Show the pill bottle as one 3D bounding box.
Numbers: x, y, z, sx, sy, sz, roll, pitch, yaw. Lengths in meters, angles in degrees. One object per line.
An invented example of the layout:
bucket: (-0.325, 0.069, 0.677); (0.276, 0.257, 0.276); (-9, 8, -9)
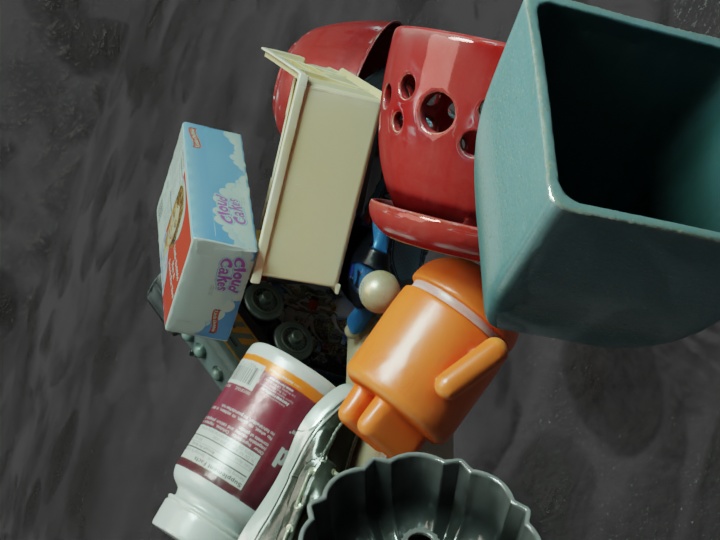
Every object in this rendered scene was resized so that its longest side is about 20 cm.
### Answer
pill bottle: (-0.109, 0.183, 1.343); (0.201, 0.114, 0.114); (-58, 20, -13)

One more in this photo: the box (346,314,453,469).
box: (0.037, 0.135, 1.351); (0.095, 0.077, 0.202); (-44, 36, 48)

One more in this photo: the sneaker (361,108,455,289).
sneaker: (0.058, -0.079, 1.447); (0.095, 0.078, 0.203); (-9, 67, 63)

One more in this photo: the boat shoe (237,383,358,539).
boat shoe: (-0.040, 0.204, 1.289); (0.063, 0.071, 0.202); (23, 79, 37)

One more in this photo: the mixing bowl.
mixing bowl: (-0.032, -0.198, 1.570); (0.200, 0.107, 0.203); (18, -90, -76)

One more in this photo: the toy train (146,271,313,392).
toy train: (-0.136, 0.060, 1.463); (0.201, 0.113, 0.085); (53, 141, 10)

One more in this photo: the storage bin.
storage bin: (-0.063, -0.105, 1.388); (0.199, 0.092, 0.203); (-134, 56, -67)

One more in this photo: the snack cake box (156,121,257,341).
snack cake box: (-0.155, -0.042, 1.382); (0.201, 0.066, 0.116); (-103, 30, -50)

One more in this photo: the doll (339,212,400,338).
doll: (0.000, 0.000, 1.367); (0.200, 0.048, 0.138); (-135, 56, -68)

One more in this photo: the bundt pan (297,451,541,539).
bundt pan: (0.046, 0.247, 1.133); (0.203, 0.199, 0.077); (-104, 14, -50)

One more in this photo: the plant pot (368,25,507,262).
plant pot: (0.107, -0.104, 1.205); (0.200, 0.198, 0.185); (-158, 79, -67)

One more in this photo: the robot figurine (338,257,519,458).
robot figurine: (0.067, 0.074, 1.243); (0.201, 0.116, 0.144); (-54, -10, -9)

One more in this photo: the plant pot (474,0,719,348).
plant pot: (0.178, -0.047, 1.027); (0.201, 0.193, 0.198); (119, 155, -49)

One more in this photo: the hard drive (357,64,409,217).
hard drive: (0.008, -0.115, 1.522); (0.135, 0.042, 0.203); (-46, -29, -60)

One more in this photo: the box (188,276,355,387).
box: (-0.079, 0.053, 1.535); (0.038, 0.197, 0.139); (12, -87, -77)
